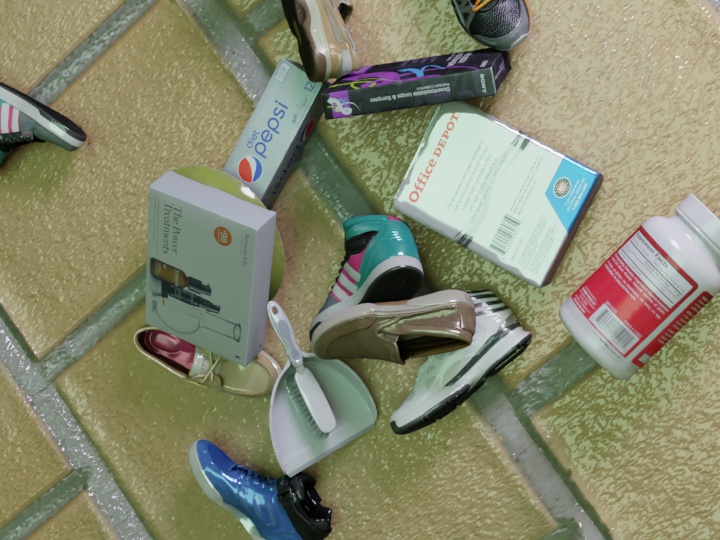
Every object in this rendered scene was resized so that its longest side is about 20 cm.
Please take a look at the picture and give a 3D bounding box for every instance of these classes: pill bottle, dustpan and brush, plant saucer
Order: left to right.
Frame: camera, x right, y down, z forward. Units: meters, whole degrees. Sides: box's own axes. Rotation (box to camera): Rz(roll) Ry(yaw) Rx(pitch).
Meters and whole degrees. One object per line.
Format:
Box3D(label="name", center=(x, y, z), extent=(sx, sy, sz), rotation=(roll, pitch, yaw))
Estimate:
Box3D(label="plant saucer", center=(-0.185, -0.029, 1.494), extent=(0.198, 0.031, 0.202), rotation=(15, 124, 23))
Box3D(label="dustpan and brush", center=(-0.069, 0.129, 1.457), extent=(0.138, 0.057, 0.202), rotation=(-28, 95, -18))
Box3D(label="pill bottle", center=(0.325, 0.015, 1.355), extent=(0.112, 0.112, 0.200), rotation=(46, 103, 9))

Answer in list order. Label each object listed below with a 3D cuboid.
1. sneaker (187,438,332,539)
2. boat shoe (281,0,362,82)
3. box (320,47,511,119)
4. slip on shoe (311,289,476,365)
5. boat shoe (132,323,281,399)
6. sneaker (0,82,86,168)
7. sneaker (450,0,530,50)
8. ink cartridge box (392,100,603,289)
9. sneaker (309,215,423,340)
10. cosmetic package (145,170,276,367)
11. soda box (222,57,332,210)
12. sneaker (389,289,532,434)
Box3D(label="sneaker", center=(-0.117, 0.266, 1.511), extent=(0.111, 0.077, 0.200), rotation=(-42, 86, 20))
Box3D(label="boat shoe", center=(-0.046, -0.307, 1.456), extent=(0.075, 0.072, 0.202), rotation=(-8, 63, -15))
Box3D(label="box", center=(0.067, -0.217, 1.401), extent=(0.197, 0.143, 0.037), rotation=(-5, 109, 15))
Box3D(label="slip on shoe", center=(0.037, 0.078, 1.399), extent=(0.197, 0.076, 0.061), rotation=(-12, 54, 11))
Box3D(label="boat shoe", center=(-0.196, 0.115, 1.532), extent=(0.197, 0.069, 0.075), rotation=(17, 97, 15))
Box3D(label="sneaker", center=(-0.455, -0.168, 1.582), extent=(0.198, 0.083, 0.122), rotation=(28, 95, 21))
Box3D(label="sneaker", center=(0.123, -0.336, 1.397), extent=(0.078, 0.077, 0.201), rotation=(-36, 73, 9))
Box3D(label="ink cartridge box", center=(0.159, -0.092, 1.411), extent=(0.198, 0.084, 0.147), rotation=(30, 101, 13))
Box3D(label="sneaker", center=(0.000, 0.000, 1.460), extent=(0.200, 0.083, 0.122), rotation=(-41, 42, 41))
Box3D(label="cosmetic package", center=(-0.182, 0.000, 1.458), extent=(0.149, 0.052, 0.202), rotation=(20, 126, 17))
Box3D(label="soda box", center=(-0.108, -0.154, 1.493), extent=(0.063, 0.068, 0.202), rotation=(31, 101, 10))
Box3D(label="sneaker", center=(0.096, 0.099, 1.455), extent=(0.200, 0.076, 0.116), rotation=(-39, 74, 6))
